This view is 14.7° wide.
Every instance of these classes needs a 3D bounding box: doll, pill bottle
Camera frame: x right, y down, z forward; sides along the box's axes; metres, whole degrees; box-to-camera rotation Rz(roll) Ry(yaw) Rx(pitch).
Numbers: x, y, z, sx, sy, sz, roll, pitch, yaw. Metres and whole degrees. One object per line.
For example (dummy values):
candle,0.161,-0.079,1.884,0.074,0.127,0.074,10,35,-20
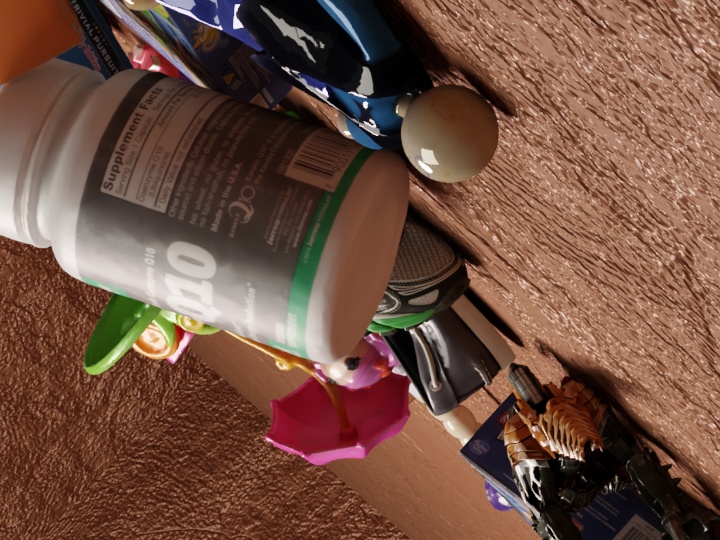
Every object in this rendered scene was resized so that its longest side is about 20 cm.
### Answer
doll,-0.020,-0.095,1.167,0.200,0.048,0.136,33,160,30
pill bottle,-0.086,-0.035,1.407,0.200,0.113,0.113,19,167,14

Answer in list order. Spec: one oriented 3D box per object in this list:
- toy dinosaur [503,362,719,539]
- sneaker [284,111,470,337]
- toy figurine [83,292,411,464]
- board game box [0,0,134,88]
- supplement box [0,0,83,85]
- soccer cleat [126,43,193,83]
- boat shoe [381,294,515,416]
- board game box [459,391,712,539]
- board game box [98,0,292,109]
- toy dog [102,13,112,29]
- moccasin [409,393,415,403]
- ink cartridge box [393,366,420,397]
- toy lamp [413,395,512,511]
toy dinosaur,0.114,0.109,1.529,0.136,0.102,0.200,59,-162,8
sneaker,-0.028,-0.032,1.519,0.200,0.078,0.085,28,138,24
toy figurine,-0.041,0.035,1.713,0.184,0.150,0.200,34,134,-13
board game box,-0.214,-0.129,1.585,0.200,0.047,0.151,9,136,49
supplement box,-0.210,-0.186,1.420,0.200,0.069,0.067,64,-178,35
soccer cleat,-0.118,-0.102,1.748,0.076,0.067,0.200,13,176,-16
boat shoe,0.000,0.000,1.606,0.200,0.063,0.073,45,176,-4
board game box,0.181,0.182,1.692,0.200,0.062,0.200,47,173,-38
board game box,-0.117,-0.161,1.399,0.135,0.034,0.200,41,173,28
toy dog,-0.257,-0.168,1.844,0.200,0.140,0.194,32,179,-7
moccasin,-0.035,0.026,1.930,0.201,0.078,0.074,47,174,-27
ink cartridge box,0.002,0.010,1.744,0.163,0.057,0.200,44,178,-2
toy lamp,0.047,0.083,1.898,0.200,0.058,0.058,44,174,-22
